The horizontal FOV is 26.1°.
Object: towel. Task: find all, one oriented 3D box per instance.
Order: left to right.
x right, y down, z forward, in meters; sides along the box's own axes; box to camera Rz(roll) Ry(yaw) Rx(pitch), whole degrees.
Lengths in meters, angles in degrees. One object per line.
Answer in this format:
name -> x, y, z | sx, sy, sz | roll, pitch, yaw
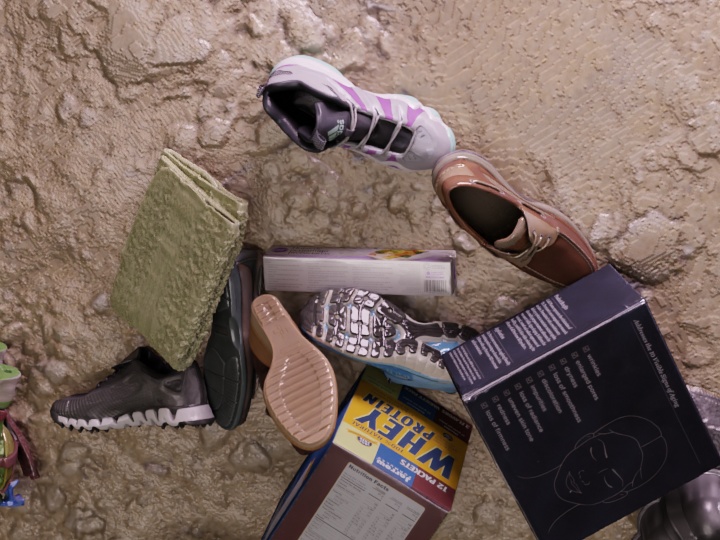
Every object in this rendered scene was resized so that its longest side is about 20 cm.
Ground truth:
towel -> -0.188, -0.011, 1.609 | 0.148, 0.036, 0.200 | 39, 116, 36

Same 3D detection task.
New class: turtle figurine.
turtle figurine -> -0.452, 0.179, 1.710 | 0.200, 0.144, 0.194 | 17, 108, 2

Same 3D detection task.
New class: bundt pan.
bundt pan -> 0.380, 0.308, 1.610 | 0.201, 0.076, 0.202 | 4, 109, 11

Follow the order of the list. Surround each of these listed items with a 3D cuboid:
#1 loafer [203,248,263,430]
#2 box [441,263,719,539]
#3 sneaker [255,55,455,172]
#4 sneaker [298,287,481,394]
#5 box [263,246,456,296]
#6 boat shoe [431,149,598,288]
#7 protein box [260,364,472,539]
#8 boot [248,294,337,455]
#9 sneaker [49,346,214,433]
loafer -> -0.125, 0.073, 1.645 | 0.072, 0.063, 0.200 | 24, 122, 45
box -> 0.215, 0.136, 1.521 | 0.196, 0.124, 0.200 | -28, 109, 2
sneaker -> -0.010, -0.136, 1.502 | 0.200, 0.140, 0.078 | 22, 112, 5
sneaker -> 0.028, 0.086, 1.598 | 0.200, 0.079, 0.090 | 20, 145, -5
box -> 0.000, 0.000, 1.603 | 0.199, 0.039, 0.042 | 1, 108, 12
boat shoe -> 0.151, -0.037, 1.529 | 0.200, 0.072, 0.076 | 33, 114, -15
protein box -> -0.001, 0.240, 1.601 | 0.135, 0.199, 0.200 | 32, 112, -1
boot -> -0.059, 0.137, 1.564 | 0.072, 0.200, 0.167 | -18, 138, -6
sneaker -> -0.250, 0.129, 1.693 | 0.200, 0.066, 0.091 | -5, 89, 25
